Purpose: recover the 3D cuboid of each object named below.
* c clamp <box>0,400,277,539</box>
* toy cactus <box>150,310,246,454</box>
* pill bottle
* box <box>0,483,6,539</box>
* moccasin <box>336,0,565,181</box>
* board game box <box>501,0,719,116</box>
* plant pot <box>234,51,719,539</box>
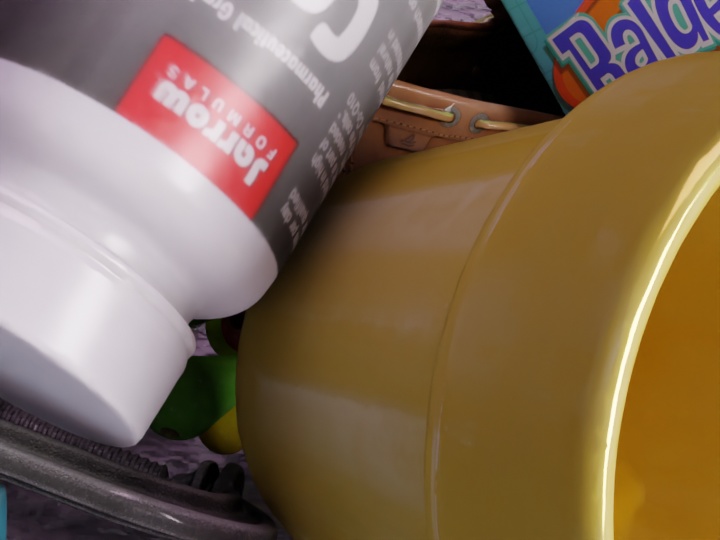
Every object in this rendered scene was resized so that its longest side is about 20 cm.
[{"bbox_3d":[-0.109,0.047,0.779,0.199,0.027,0.171,20,-3,15],"label":"c clamp"},{"bbox_3d":[0.000,0.000,0.869,0.164,0.103,0.200,4,14,19],"label":"toy cactus"},{"bbox_3d":[-0.052,-0.059,0.722,0.113,0.114,0.201,20,71,32],"label":"pill bottle"},{"bbox_3d":[-0.204,0.085,0.705,0.199,0.049,0.082,7,23,4],"label":"box"},{"bbox_3d":[0.058,-0.066,0.852,0.200,0.078,0.074,-6,40,-32],"label":"moccasin"},{"bbox_3d":[0.144,-0.044,0.761,0.152,0.201,0.045,-25,7,44],"label":"board game box"},{"bbox_3d":[0.071,0.039,0.712,0.200,0.202,0.188,-14,13,-37],"label":"plant pot"}]
